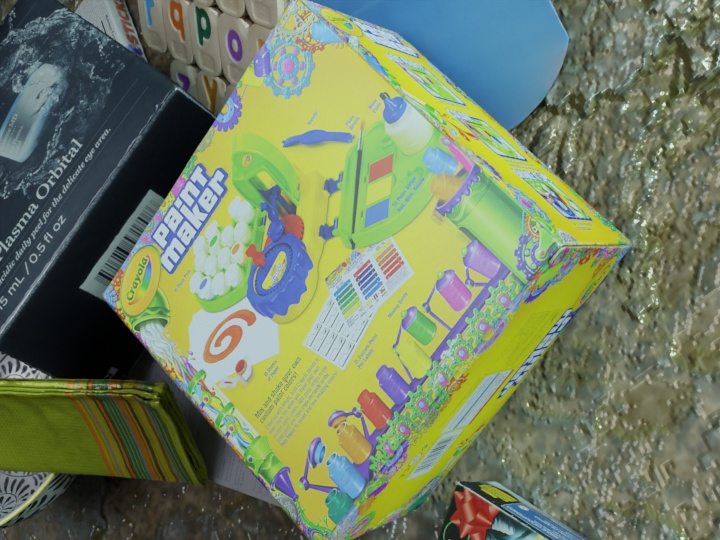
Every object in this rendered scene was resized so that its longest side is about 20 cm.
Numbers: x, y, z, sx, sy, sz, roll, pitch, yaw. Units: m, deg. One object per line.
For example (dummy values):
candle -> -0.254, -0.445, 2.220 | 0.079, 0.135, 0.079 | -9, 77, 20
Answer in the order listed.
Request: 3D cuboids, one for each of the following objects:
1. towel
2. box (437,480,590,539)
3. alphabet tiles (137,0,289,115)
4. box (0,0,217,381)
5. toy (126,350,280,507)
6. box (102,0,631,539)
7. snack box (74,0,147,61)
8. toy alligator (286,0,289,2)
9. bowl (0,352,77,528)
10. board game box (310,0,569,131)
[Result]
towel -> -0.198, 0.106, 0.787 | 0.197, 0.087, 0.018 | -1, 38, 22
box -> 0.077, 0.232, 0.631 | 0.136, 0.040, 0.203 | 25, 100, 43
alphabet tiles -> -0.104, -0.183, 0.826 | 0.199, 0.014, 0.199 | 30, 132, 48
box -> -0.199, -0.056, 0.824 | 0.199, 0.117, 0.198 | 36, 89, 39
toy -> -0.092, 0.079, 0.809 | 0.198, 0.047, 0.117 | 12, 87, 38
box -> 0.000, 0.000, 0.650 | 0.193, 0.121, 0.201 | 45, 111, 20
snack box -> -0.191, -0.132, 0.951 | 0.072, 0.024, 0.202 | -41, 58, 29
toy alligator -> -0.012, -0.210, 0.746 | 0.059, 0.054, 0.201 | 38, 132, 4
bowl -> -0.266, 0.113, 0.914 | 0.197, 0.094, 0.204 | -9, 64, 18
board game box -> 0.036, -0.171, 0.700 | 0.157, 0.039, 0.202 | -18, 107, 44
